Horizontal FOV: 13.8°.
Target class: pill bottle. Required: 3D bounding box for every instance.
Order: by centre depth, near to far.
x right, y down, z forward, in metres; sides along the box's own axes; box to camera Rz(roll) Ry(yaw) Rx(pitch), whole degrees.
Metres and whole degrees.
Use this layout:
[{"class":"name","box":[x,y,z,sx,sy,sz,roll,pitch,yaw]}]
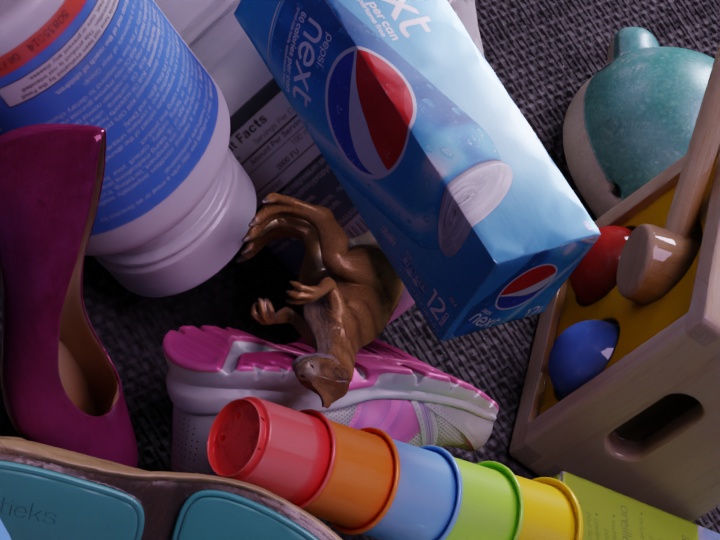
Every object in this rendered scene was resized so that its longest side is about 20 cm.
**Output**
[{"class":"pill bottle","box":[-0.128,-0.077,1.374,0.200,0.112,0.113,53,32,-42]},{"class":"pill bottle","box":[-0.025,-0.076,1.503,0.200,0.120,0.120,49,41,-4]}]

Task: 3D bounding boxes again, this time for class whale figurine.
[{"class":"whale figurine","box":[0.206,-0.082,1.732,0.200,0.104,0.159,-27,82,-49]}]

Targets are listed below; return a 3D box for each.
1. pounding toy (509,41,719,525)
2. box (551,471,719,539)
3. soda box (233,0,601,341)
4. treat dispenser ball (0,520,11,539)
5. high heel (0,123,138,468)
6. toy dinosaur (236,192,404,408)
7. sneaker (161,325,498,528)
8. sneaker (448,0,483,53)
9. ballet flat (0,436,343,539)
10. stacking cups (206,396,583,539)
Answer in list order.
[{"class":"pounding toy","box":[0.176,0.002,1.571,0.142,0.200,0.185,35,44,-18]},{"class":"box","box":[0.169,0.192,1.546,0.199,0.048,0.122,23,50,-30]},{"class":"soda box","box":[0.024,-0.069,1.390,0.068,0.064,0.200,-15,62,-37]},{"class":"treat dispenser ball","box":[-0.220,0.145,1.104,0.200,0.201,0.202,23,48,-29]},{"class":"high heel","box":[-0.119,0.021,1.317,0.068,0.096,0.200,-89,157,-45]},{"class":"toy dinosaur","box":[0.000,0.000,1.407,0.106,0.060,0.200,34,45,5]},{"class":"sneaker","box":[-0.020,0.079,1.430,0.199,0.081,0.089,5,103,-40]},{"class":"sneaker","box":[0.044,-0.114,1.568,0.200,0.073,0.116,56,14,-75]},{"class":"ballet flat","box":[-0.088,0.113,1.317,0.199,0.069,0.063,20,6,-7]},{"class":"stacking cups","box":[0.017,0.104,1.373,0.200,0.060,0.061,20,50,-42]}]
